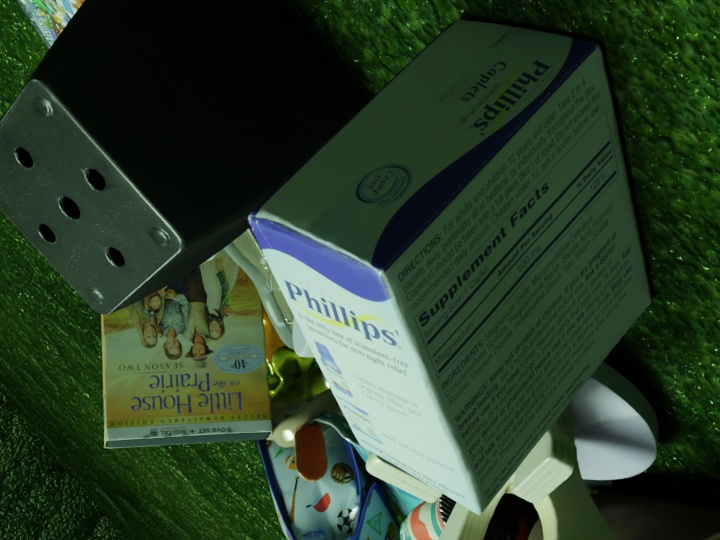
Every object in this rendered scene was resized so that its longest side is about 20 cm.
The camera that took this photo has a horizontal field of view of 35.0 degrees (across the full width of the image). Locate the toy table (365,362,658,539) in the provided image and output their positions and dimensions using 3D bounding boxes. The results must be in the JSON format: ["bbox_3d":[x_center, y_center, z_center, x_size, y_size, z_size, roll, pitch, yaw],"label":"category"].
[{"bbox_3d":[0.104,0.124,0.770,0.197,0.118,0.185,18,140,3],"label":"toy table"}]

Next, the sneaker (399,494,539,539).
[{"bbox_3d":[0.122,0.239,0.992,0.198,0.071,0.093,25,142,-27],"label":"sneaker"}]

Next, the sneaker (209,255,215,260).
[{"bbox_3d":[-0.199,-0.080,0.926,0.201,0.088,0.075,55,155,12],"label":"sneaker"}]

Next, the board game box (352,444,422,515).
[{"bbox_3d":[0.078,0.191,1.095,0.198,0.047,0.152,7,137,53],"label":"board game box"}]

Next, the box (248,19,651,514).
[{"bbox_3d":[0.061,-0.004,0.649,0.104,0.184,0.202,23,148,40],"label":"box"}]

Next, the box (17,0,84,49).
[{"bbox_3d":[-0.245,-0.240,0.930,0.135,0.038,0.202,14,142,48],"label":"box"}]

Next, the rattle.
[{"bbox_3d":[-0.054,0.086,1.021,0.200,0.128,0.146,-57,-39,-78],"label":"rattle"}]

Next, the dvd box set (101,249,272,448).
[{"bbox_3d":[-0.156,0.050,1.003,0.029,0.143,0.204,122,145,-64],"label":"dvd box set"}]

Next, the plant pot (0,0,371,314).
[{"bbox_3d":[-0.144,-0.091,0.779,0.200,0.178,0.199,48,139,-9],"label":"plant pot"}]

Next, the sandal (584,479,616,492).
[{"bbox_3d":[0.138,0.104,0.861,0.075,0.048,0.202,7,137,53],"label":"sandal"}]

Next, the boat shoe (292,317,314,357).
[{"bbox_3d":[0.000,0.000,0.895,0.202,0.066,0.073,111,155,-44],"label":"boat shoe"}]

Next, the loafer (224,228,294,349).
[{"bbox_3d":[-0.065,-0.022,0.974,0.069,0.076,0.202,-12,125,26],"label":"loafer"}]

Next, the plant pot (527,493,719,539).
[{"bbox_3d":[0.210,0.243,0.847,0.188,0.186,0.200,54,168,-21],"label":"plant pot"}]

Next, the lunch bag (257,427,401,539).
[{"bbox_3d":[-0.022,0.274,1.224,0.202,0.122,0.171,-110,-1,-48],"label":"lunch bag"}]
